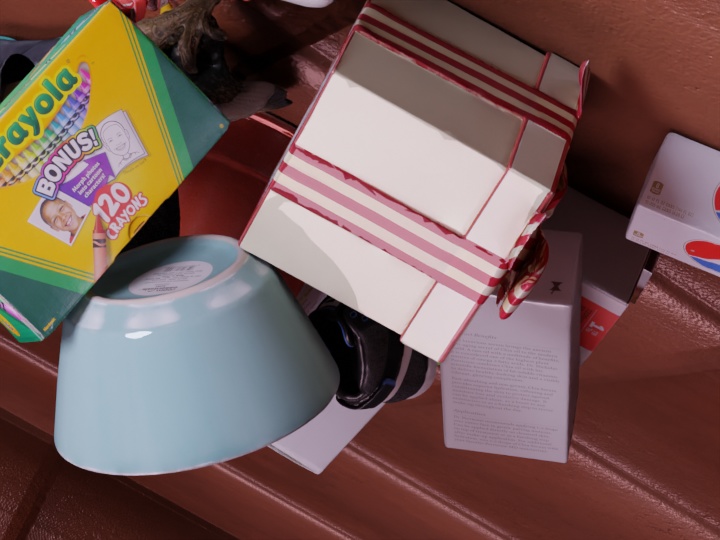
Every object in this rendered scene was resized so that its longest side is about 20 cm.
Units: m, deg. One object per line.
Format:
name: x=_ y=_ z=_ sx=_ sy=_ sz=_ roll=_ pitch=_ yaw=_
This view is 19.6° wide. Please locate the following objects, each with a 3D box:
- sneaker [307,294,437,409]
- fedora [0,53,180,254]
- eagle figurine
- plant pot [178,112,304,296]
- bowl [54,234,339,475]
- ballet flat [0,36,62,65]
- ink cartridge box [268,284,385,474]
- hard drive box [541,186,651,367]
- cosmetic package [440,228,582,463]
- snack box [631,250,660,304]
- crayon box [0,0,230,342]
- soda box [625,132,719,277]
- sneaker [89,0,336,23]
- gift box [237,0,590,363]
sneaker: x=0.000 y=0.000 z=1.502 sx=0.073 sy=0.201 sz=0.112 roll=-11 pitch=-179 yaw=32
fedora: x=-0.185 y=-0.069 z=1.483 sx=0.091 sy=0.201 sz=0.201 roll=-19 pitch=149 yaw=10
eagle figurine: x=-0.132 y=-0.142 z=1.602 sx=0.151 sy=0.152 sz=0.200 roll=13 pitch=150 yaw=5
plant pot: x=-0.125 y=-0.018 z=1.815 sx=0.200 sy=0.196 sz=0.201 roll=23 pitch=163 yaw=8
bowl: x=-0.121 y=0.045 z=1.402 sx=0.200 sy=0.200 sz=0.106 roll=8 pitch=118 yaw=44
ballet flat: x=-0.288 y=-0.168 z=1.819 sx=0.199 sy=0.073 sz=0.073 roll=4 pitch=153 yaw=49
ink cartridge box: x=-0.043 y=0.066 z=1.889 sx=0.085 sy=0.145 sz=0.200 roll=35 pitch=-166 yaw=-29
hard drive box: x=0.108 y=-0.010 z=1.640 sx=0.199 sy=0.077 sz=0.156 roll=27 pitch=145 yaw=0
cosmetic package: x=0.114 y=0.056 z=1.578 sx=0.101 sy=0.072 sz=0.201 roll=7 pitch=142 yaw=10
snack box: x=0.141 y=-0.035 z=1.687 sx=0.199 sy=0.024 sz=0.072 roll=24 pitch=158 yaw=5
crayon box: x=-0.195 y=-0.065 z=1.376 sx=0.119 sy=0.200 sz=0.058 roll=45 pitch=159 yaw=-17
soda box: x=0.291 y=-0.023 z=1.459 sx=0.199 sy=0.064 sz=0.068 roll=22 pitch=162 yaw=7
sneaker: x=-0.117 y=-0.203 z=1.422 sx=0.201 sy=0.108 sz=0.067 roll=30 pitch=162 yaw=-14
gift box: x=0.051 y=-0.073 z=1.387 sx=0.186 sy=0.185 sz=0.200 roll=29 pitch=131 yaw=-5
